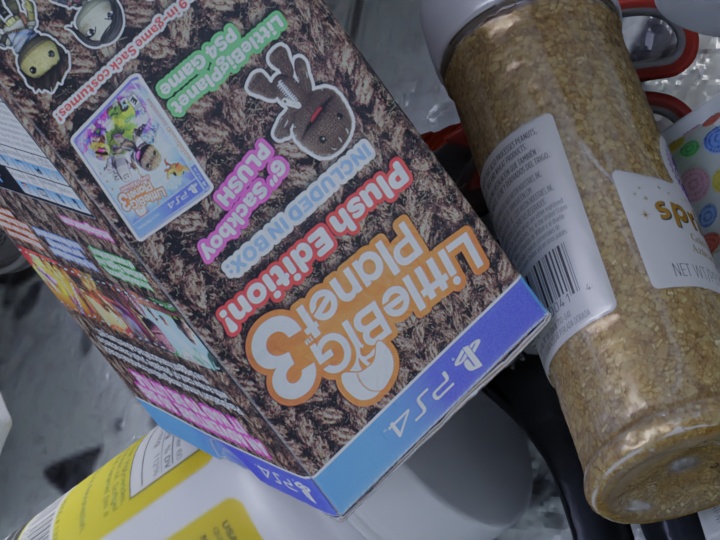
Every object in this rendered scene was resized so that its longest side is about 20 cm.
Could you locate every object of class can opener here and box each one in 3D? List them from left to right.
[{"bbox_3d":[0.091,0.071,0.956,0.063,0.078,0.201,-36,66,36],"label":"can opener"}]

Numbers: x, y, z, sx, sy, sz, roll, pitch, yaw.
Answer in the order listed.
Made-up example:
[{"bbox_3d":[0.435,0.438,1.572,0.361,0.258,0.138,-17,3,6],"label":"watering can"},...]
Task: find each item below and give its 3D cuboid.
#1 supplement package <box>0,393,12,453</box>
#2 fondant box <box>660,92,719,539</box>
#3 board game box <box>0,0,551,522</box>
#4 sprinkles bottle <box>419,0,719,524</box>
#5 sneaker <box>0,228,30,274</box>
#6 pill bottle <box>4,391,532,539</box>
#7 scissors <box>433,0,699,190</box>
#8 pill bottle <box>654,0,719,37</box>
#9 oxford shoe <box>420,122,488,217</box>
[{"bbox_3d":[-0.244,0.026,1.175,0.201,0.110,0.156,65,153,22],"label":"supplement package"},{"bbox_3d":[0.183,-0.013,0.905,0.200,0.058,0.145,-34,57,29],"label":"fondant box"},{"bbox_3d":[-0.059,-0.037,0.896,0.097,0.200,0.159,-42,23,-14],"label":"board game box"},{"bbox_3d":[0.077,-0.017,0.917,0.068,0.068,0.201,-35,56,29],"label":"sprinkles bottle"},{"bbox_3d":[-0.167,-0.092,1.186,0.074,0.082,0.201,-2,101,18],"label":"sneaker"},{"bbox_3d":[-0.040,0.102,1.031,0.200,0.114,0.115,-36,56,29],"label":"pill bottle"},{"bbox_3d":[0.032,-0.044,1.013,0.199,0.014,0.074,-15,94,8],"label":"scissors"},{"bbox_3d":[0.143,-0.188,0.957,0.112,0.112,0.201,-11,70,39],"label":"pill bottle"},{"bbox_3d":[0.000,0.000,1.075,0.199,0.071,0.073,-27,94,25],"label":"oxford shoe"}]
